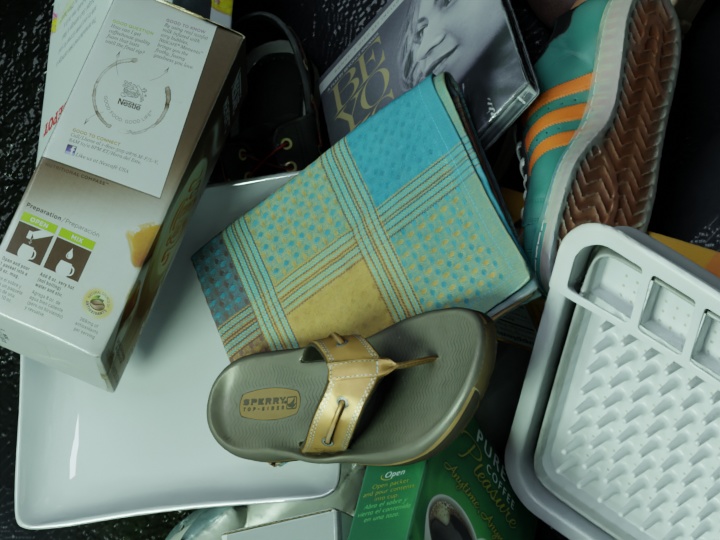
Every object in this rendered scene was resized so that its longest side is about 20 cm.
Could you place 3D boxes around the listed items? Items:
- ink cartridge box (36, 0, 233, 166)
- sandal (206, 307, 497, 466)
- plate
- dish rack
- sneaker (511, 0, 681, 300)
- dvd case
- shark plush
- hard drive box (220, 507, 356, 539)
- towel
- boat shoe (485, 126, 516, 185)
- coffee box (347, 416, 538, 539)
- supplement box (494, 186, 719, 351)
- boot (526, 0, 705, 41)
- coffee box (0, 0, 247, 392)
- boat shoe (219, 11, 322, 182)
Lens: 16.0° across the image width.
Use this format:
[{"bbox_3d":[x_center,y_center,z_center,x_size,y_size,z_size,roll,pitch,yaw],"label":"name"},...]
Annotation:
[{"bbox_3d":[-0.140,-0.167,1.628,0.146,0.082,0.202,148,130,-62],"label":"ink cartridge box"},{"bbox_3d":[-0.014,0.061,1.367,0.199,0.054,0.082,-6,70,39],"label":"sandal"},{"bbox_3d":[-0.104,0.049,1.498,0.198,0.032,0.201,-8,68,15],"label":"plate"},{"bbox_3d":[0.167,0.079,1.353,0.171,0.043,0.201,33,131,24],"label":"dish rack"},{"bbox_3d":[0.119,-0.066,1.430,0.080,0.071,0.201,-9,51,43],"label":"sneaker"},{"bbox_3d":[0.035,-0.108,1.495,0.149,0.016,0.201,-47,28,23],"label":"dvd case"},{"bbox_3d":[-0.039,0.117,1.514,0.200,0.091,0.083,-51,24,11],"label":"shark plush"},{"bbox_3d":[-0.001,0.247,1.386,0.076,0.156,0.202,-14,64,27],"label":"hard drive box"},{"bbox_3d":[0.000,0.000,1.420,0.200,0.022,0.147,-36,62,27],"label":"towel"},{"bbox_3d":[0.043,-0.066,1.530,0.072,0.065,0.201,13,78,35],"label":"boat shoe"},{"bbox_3d":[0.039,0.170,1.368,0.044,0.123,0.201,-15,39,28],"label":"coffee box"},{"bbox_3d":[0.127,0.011,1.445,0.199,0.069,0.067,20,63,33],"label":"supplement box"},{"bbox_3d":[0.162,-0.230,1.516,0.166,0.072,0.201,40,98,33],"label":"boot"},{"bbox_3d":[-0.138,-0.045,1.453,0.079,0.114,0.201,22,78,3],"label":"coffee box"},{"bbox_3d":[-0.056,-0.067,1.573,0.073,0.063,0.203,-15,57,15],"label":"boat shoe"}]
